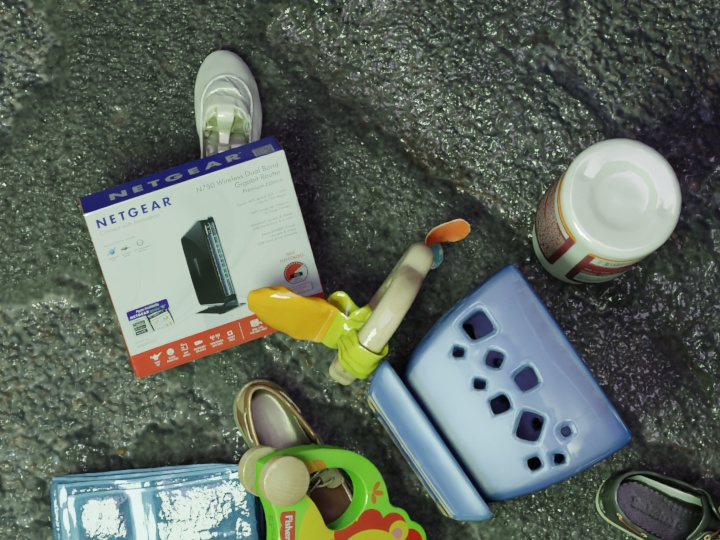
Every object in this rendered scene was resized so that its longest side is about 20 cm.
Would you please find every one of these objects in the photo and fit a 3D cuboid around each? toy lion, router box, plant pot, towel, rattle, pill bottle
[{"bbox_3d":[-0.018,0.262,1.672,0.191,0.069,0.201,-1,95,-28],"label":"toy lion"},{"bbox_3d":[-0.149,-0.013,1.714,0.199,0.049,0.180,-19,115,-8],"label":"router box"},{"bbox_3d":[0.117,0.128,1.685,0.180,0.200,0.200,-34,85,-4],"label":"plant pot"},{"bbox_3d":[-0.191,0.242,1.696,0.199,0.049,0.112,-5,92,-1],"label":"towel"},{"bbox_3d":[0.000,0.000,1.727,0.143,0.130,0.200,26,69,11],"label":"rattle"},{"bbox_3d":[0.230,-0.050,1.720,0.114,0.200,0.115,1,80,-5],"label":"pill bottle"}]

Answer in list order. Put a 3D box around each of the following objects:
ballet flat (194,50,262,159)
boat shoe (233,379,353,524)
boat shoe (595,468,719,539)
[{"bbox_3d":[-0.132,-0.128,1.771,0.069,0.069,0.201,2,80,-5],"label":"ballet flat"},{"bbox_3d":[-0.059,0.193,1.717,0.076,0.072,0.200,-36,85,-10],"label":"boat shoe"},{"bbox_3d":[0.330,0.252,1.747,0.201,0.063,0.074,23,77,-2],"label":"boat shoe"}]
